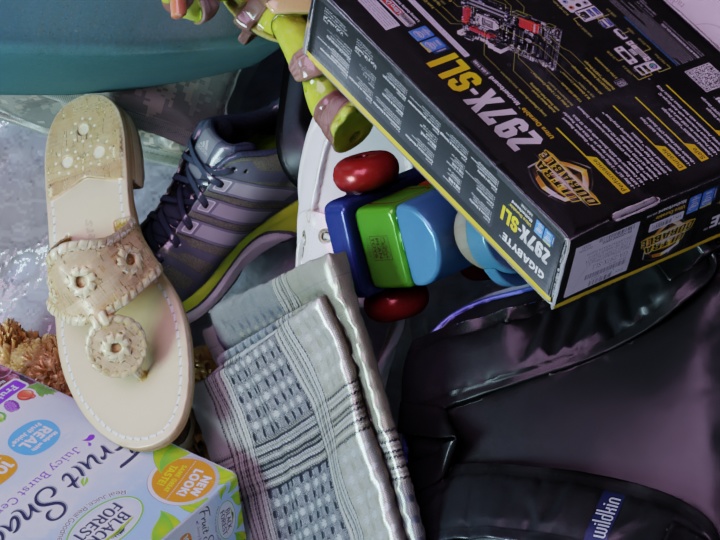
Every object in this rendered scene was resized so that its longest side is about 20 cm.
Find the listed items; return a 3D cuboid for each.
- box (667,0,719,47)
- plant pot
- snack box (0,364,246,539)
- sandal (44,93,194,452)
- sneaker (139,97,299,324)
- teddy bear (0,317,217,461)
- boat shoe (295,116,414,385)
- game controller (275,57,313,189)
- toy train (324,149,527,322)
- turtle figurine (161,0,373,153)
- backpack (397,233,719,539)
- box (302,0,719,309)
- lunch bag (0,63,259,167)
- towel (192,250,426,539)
[{"bbox_3d":[0.187,-0.140,1.445,0.200,0.106,0.152,-48,59,2],"label":"box"},{"bbox_3d":[-0.139,-0.167,1.482,0.199,0.141,0.142,3,83,-18],"label":"plant pot"},{"bbox_3d":[-0.181,0.128,1.455,0.199,0.053,0.142,22,46,33],"label":"snack box"},{"bbox_3d":[-0.146,-0.008,1.464,0.077,0.070,0.213,-22,60,18],"label":"sandal"},{"bbox_3d":[-0.086,-0.039,1.529,0.200,0.081,0.074,-37,45,-14],"label":"sneaker"},{"bbox_3d":[-0.146,0.080,1.551,0.199,0.067,0.146,22,84,32],"label":"teddy bear"},{"bbox_3d":[0.000,0.000,1.450,0.070,0.069,0.201,3,114,-1],"label":"boat shoe"},{"bbox_3d":[0.005,-0.123,1.525,0.042,0.104,0.201,-32,45,53],"label":"game controller"},{"bbox_3d":[0.089,-0.039,1.402,0.115,0.199,0.085,-1,107,48],"label":"toy train"},{"bbox_3d":[-0.042,-0.134,1.405,0.161,0.199,0.065,49,137,18],"label":"turtle figurine"},{"bbox_3d":[0.119,0.087,1.366,0.189,0.154,0.201,-5,67,20],"label":"backpack"},{"bbox_3d":[0.093,-0.085,1.324,0.159,0.050,0.200,-24,54,-30],"label":"box"},{"bbox_3d":[-0.141,-0.157,1.606,0.199,0.118,0.165,17,79,17],"label":"lunch bag"},{"bbox_3d":[-0.029,0.102,1.405,0.034,0.192,0.201,-12,82,-24],"label":"towel"}]
